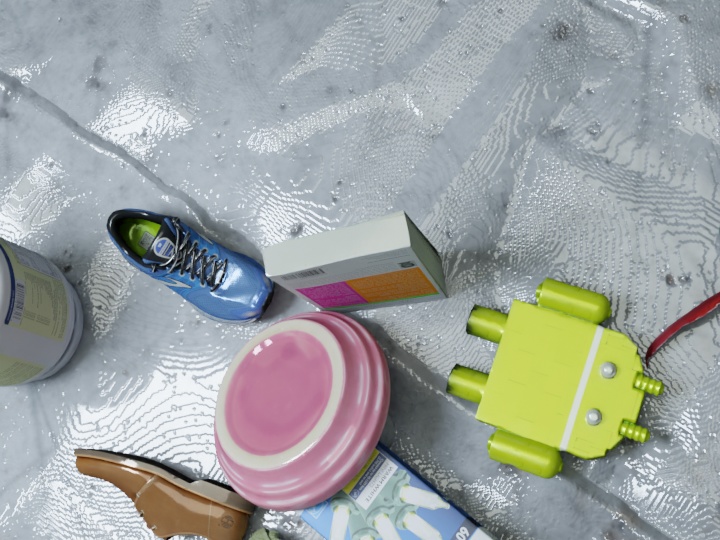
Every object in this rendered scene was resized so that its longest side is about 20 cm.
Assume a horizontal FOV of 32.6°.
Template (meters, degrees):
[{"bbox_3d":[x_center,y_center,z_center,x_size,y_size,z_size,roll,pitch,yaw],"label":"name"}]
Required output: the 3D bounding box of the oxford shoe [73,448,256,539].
[{"bbox_3d":[-0.204,0.227,1.224,0.197,0.071,0.072,18,85,15],"label":"oxford shoe"}]

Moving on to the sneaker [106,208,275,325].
[{"bbox_3d":[-0.179,-0.006,1.254,0.198,0.089,0.079,24,86,16],"label":"sneaker"}]

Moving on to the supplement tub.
[{"bbox_3d":[-0.376,0.039,1.234,0.143,0.200,0.147,-3,78,12],"label":"supplement tub"}]

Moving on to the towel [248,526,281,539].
[{"bbox_3d":[-0.106,0.338,1.136,0.148,0.036,0.200,-45,28,3],"label":"towel"}]

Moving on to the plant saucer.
[{"bbox_3d":[-0.067,0.126,1.181,0.198,0.051,0.203,-18,55,27],"label":"plant saucer"}]

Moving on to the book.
[{"bbox_3d":[0.000,0.000,1.152,0.132,0.200,0.049,-13,77,10],"label":"book"}]

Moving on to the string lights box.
[{"bbox_3d":[0.033,0.242,1.169,0.199,0.059,0.103,37,87,17],"label":"string lights box"}]

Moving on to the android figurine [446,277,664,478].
[{"bbox_3d":[0.186,0.105,1.172,0.198,0.041,0.184,19,84,18],"label":"android figurine"}]

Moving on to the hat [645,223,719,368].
[{"bbox_3d":[0.368,-0.030,1.167,0.197,0.176,0.168,-8,71,-27],"label":"hat"}]
